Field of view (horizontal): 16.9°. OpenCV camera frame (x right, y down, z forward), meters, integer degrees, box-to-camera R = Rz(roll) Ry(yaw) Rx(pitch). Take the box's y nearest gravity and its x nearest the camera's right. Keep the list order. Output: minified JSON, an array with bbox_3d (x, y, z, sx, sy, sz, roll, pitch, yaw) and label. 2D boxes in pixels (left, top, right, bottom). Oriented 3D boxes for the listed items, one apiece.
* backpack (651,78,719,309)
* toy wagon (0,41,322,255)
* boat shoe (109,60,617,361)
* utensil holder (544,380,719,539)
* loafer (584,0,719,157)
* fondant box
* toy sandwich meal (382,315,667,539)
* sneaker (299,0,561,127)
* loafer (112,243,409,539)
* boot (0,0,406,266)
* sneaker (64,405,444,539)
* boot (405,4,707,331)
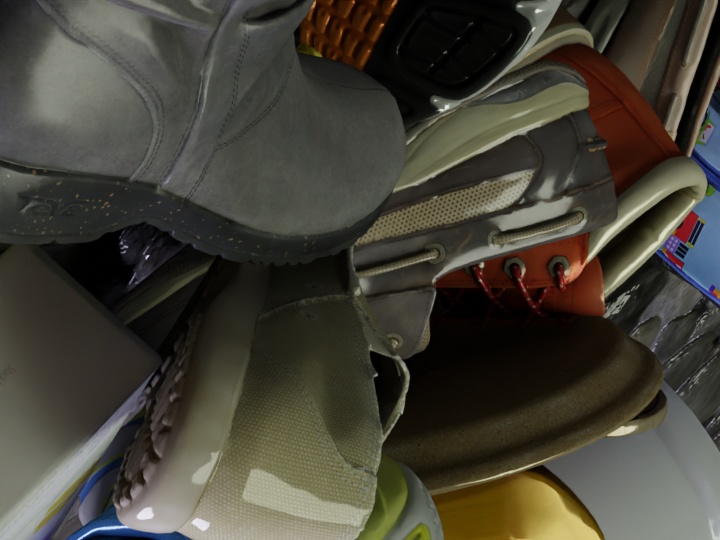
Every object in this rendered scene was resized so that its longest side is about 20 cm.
[{"bbox_3d":[0.221,-0.047,1.072,0.200,0.183,0.135,-10,130,-36],"label":"backpack"},{"bbox_3d":[-0.085,-0.059,0.705,0.200,0.040,0.155,-4,133,-57],"label":"toy wagon"},{"bbox_3d":[0.000,0.000,0.838,0.200,0.073,0.074,-28,179,1],"label":"boat shoe"},{"bbox_3d":[0.049,0.144,1.087,0.200,0.170,0.170,-31,152,-28],"label":"utensil holder"},{"bbox_3d":[0.146,-0.121,0.954,0.072,0.063,0.200,-16,142,-50],"label":"loafer"},{"bbox_3d":[-0.146,0.093,0.725,0.144,0.058,0.200,-47,178,-33],"label":"fondant box"},{"bbox_3d":[0.018,0.072,0.910,0.205,0.205,0.070,-24,108,-41],"label":"toy sandwich meal"},{"bbox_3d":[0.062,-0.127,0.804,0.200,0.076,0.092,-49,170,21],"label":"sneaker"},{"bbox_3d":[-0.023,0.032,0.711,0.076,0.068,0.200,-58,-174,22],"label":"loafer"},{"bbox_3d":[-0.024,-0.069,0.646,0.132,0.070,0.200,-53,157,25],"label":"boot"},{"bbox_3d":[-0.065,0.083,0.782,0.105,0.076,0.200,-8,-178,-34],"label":"sneaker"},{"bbox_3d":[0.034,-0.006,0.903,0.200,0.107,0.075,-39,159,-10],"label":"boot"}]
